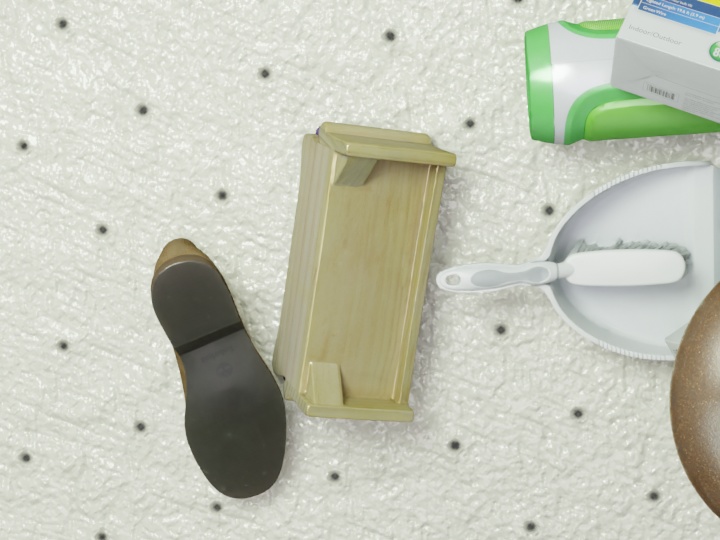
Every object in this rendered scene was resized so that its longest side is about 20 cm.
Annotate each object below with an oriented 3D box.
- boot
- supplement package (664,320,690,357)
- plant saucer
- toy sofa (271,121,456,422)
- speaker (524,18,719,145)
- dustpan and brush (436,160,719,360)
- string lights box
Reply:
[{"bbox_3d":[-0.101,0.069,1.093,0.073,0.075,0.201,-16,114,-5],"label":"boot"},{"bbox_3d":[0.316,0.103,1.018,0.114,0.110,0.200,-34,98,-7],"label":"supplement package"},{"bbox_3d":[0.292,0.080,0.939,0.200,0.037,0.201,0,92,-10],"label":"plant saucer"},{"bbox_3d":[0.000,0.000,1.066,0.083,0.098,0.201,5,101,-19],"label":"toy sofa"},{"bbox_3d":[0.211,-0.130,1.008,0.199,0.088,0.089,-4,100,5],"label":"speaker"},{"bbox_3d":[0.153,-0.001,1.053,0.199,0.057,0.140,-2,100,6],"label":"dustpan and brush"},{"bbox_3d":[0.241,-0.193,0.953,0.103,0.059,0.200,21,69,15],"label":"string lights box"}]
